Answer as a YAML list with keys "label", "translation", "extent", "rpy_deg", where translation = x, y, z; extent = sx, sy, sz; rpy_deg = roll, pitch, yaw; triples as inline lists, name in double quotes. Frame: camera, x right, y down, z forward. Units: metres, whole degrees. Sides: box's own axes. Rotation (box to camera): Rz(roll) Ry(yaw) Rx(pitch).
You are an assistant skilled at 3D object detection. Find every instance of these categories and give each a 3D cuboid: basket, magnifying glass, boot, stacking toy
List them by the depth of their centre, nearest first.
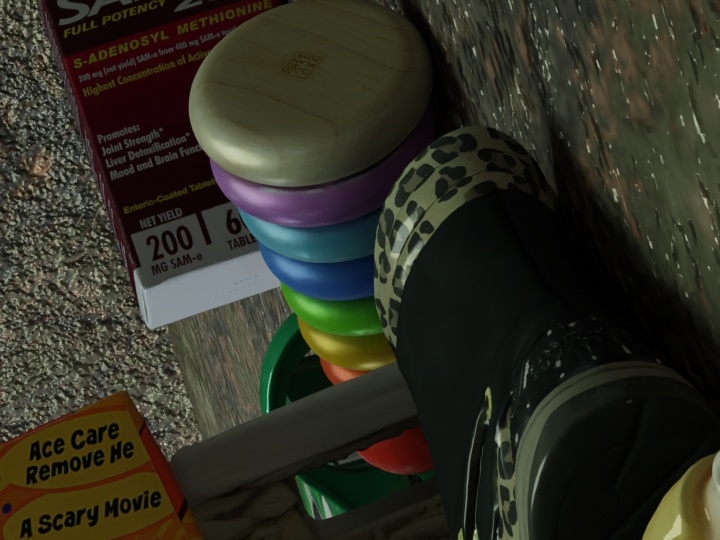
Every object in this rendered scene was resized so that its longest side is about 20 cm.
- label: "boot"
  translation: [0.054, 0.074, 0.667]
  extent: [0.154, 0.073, 0.204]
  rpy_deg: [-115, 17, -52]
- label: "basket"
  translation: [0.019, 0.129, 0.811]
  extent: [0.200, 0.135, 0.124]
  rpy_deg: [89, 157, -63]
- label: "stacking toy"
  translation: [0.000, 0.000, 0.860]
  extent: [0.086, 0.085, 0.201]
  rpy_deg: [-116, 8, -45]
- label: "magnifying glass"
  translation: [0.021, 0.098, 0.965]
  extent: [0.201, 0.079, 0.022]
  rpy_deg: [65, 172, -20]

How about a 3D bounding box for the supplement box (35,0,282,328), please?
- label: "supplement box"
  translation: [-0.082, -0.087, 1.098]
  extent: [0.061, 0.108, 0.201]
  rpy_deg: [94, 156, -70]

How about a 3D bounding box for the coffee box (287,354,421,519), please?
- label: "coffee box"
  translation: [0.000, 0.123, 1.216]
  extent: [0.200, 0.044, 0.124]
  rpy_deg: [-138, 32, -73]

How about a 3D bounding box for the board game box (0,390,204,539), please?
- label: "board game box"
  translation: [-0.120, 0.191, 0.724]
  extent: [0.201, 0.199, 0.200]
  rpy_deg: [63, 166, 16]

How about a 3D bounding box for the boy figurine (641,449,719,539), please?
- label: "boy figurine"
  translation: [0.094, 0.097, 0.476]
  extent: [0.200, 0.064, 0.125]
  rpy_deg: [104, 147, -76]
